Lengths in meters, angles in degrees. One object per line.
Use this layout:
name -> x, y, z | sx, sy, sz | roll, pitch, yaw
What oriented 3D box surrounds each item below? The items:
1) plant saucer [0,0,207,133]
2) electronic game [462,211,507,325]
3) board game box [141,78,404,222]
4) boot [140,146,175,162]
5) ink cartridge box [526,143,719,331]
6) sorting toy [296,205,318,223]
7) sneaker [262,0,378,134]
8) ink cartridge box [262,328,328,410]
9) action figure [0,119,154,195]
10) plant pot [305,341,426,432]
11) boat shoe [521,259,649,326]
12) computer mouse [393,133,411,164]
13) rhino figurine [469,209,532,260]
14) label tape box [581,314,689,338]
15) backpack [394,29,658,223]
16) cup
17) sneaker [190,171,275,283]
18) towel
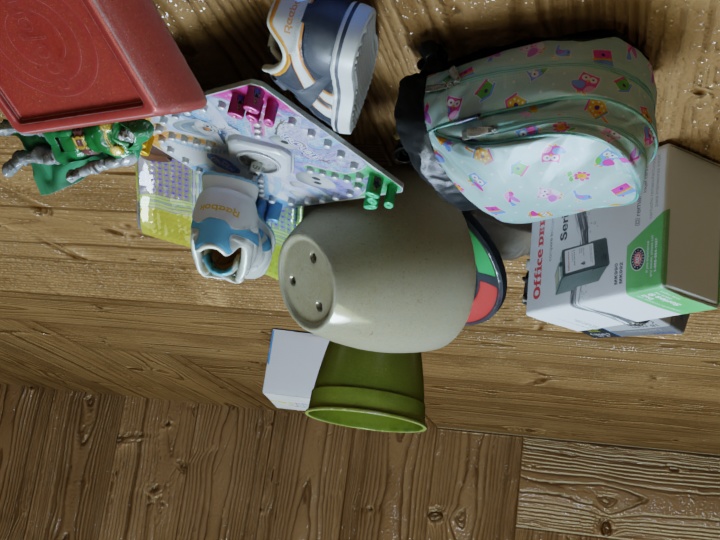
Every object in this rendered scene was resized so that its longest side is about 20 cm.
plant saucer -> -0.244, -0.185, 0.794 | 0.199, 0.037, 0.200 | -1, 134, 31
electronic game -> 0.077, -0.018, 1.169 | 0.199, 0.042, 0.201 | 29, 144, 23
board game box -> -0.094, -0.099, 0.956 | 0.199, 0.026, 0.200 | -4, 154, 42
boot -> -0.194, -0.164, 0.973 | 0.185, 0.065, 0.200 | -2, 157, 23
ink cartridge box -> 0.265, -0.026, 1.060 | 0.084, 0.147, 0.200 | 15, 162, -28
sorting toy -> -0.095, -0.057, 1.262 | 0.198, 0.070, 0.199 | 0, 162, 23
sneaker -> -0.030, -0.171, 0.831 | 0.079, 0.079, 0.200 | 18, 170, 4
ink cartridge box -> -0.112, 0.207, 2.077 | 0.124, 0.130, 0.200 | 6, 165, 7
action figure -> -0.260, -0.121, 0.939 | 0.199, 0.055, 0.119 | -1, 125, 36
plant pot -> 0.020, 0.153, 1.707 | 0.199, 0.194, 0.200 | 7, 165, 2
boat shoe -> 0.258, 0.037, 1.203 | 0.073, 0.061, 0.200 | 3, -167, -36
computer mouse -> 0.130, -0.103, 1.045 | 0.199, 0.044, 0.109 | 18, 160, -32
rhino figurine -> 0.167, -0.041, 1.215 | 0.199, 0.060, 0.087 | 14, 166, -27
label tape box -> 0.370, 0.054, 1.436 | 0.144, 0.064, 0.199 | -8, 157, 45
backpack -> 0.145, -0.114, 0.852 | 0.199, 0.128, 0.167 | -7, 155, 33
cup -> 0.000, 0.000, 1.070 | 0.142, 0.202, 0.200 | -13, 179, -36
sneaker -> -0.132, -0.025, 1.028 | 0.076, 0.081, 0.200 | 10, 162, 6
towel -> -0.161, -0.068, 1.151 | 0.199, 0.023, 0.144 | 19, 131, 8
